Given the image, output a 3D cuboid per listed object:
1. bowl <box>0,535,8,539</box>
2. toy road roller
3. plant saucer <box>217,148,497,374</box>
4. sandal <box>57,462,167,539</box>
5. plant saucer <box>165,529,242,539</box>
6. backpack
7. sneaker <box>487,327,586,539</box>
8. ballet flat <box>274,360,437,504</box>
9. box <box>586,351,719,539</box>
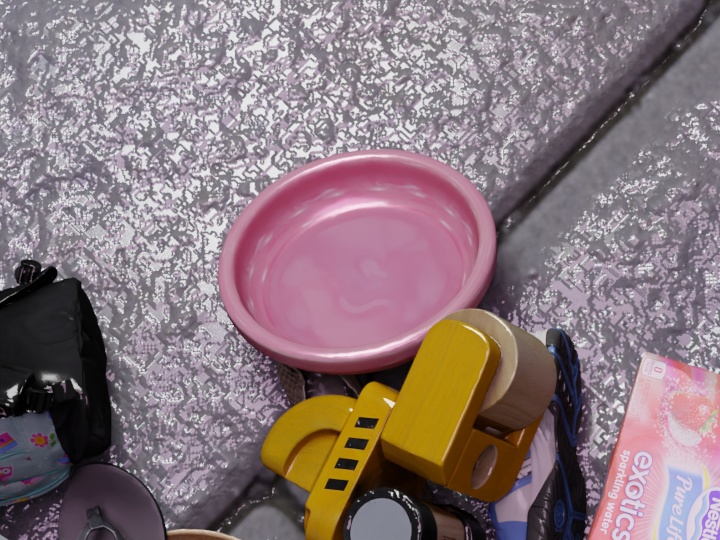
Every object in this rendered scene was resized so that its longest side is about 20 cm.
[{"bbox_3d":[-0.287,0.234,1.312,0.200,0.201,0.105,18,58,9],"label":"bowl"},{"bbox_3d":[0.026,0.110,1.295,0.146,0.123,0.200,26,89,28],"label":"toy road roller"},{"bbox_3d":[0.000,0.000,1.379,0.200,0.051,0.201,-7,48,7],"label":"plant saucer"},{"bbox_3d":[-0.171,0.228,1.328,0.076,0.043,0.201,-5,74,4],"label":"sandal"},{"bbox_3d":[-0.120,0.282,1.350,0.200,0.035,0.201,-1,75,5],"label":"plant saucer"},{"bbox_3d":[-0.278,0.097,1.357,0.200,0.127,0.167,-17,33,1],"label":"backpack"},{"bbox_3d":[0.112,0.142,1.359,0.077,0.076,0.200,-5,72,25],"label":"sneaker"},{"bbox_3d":[-0.006,0.121,1.379,0.067,0.046,0.200,-27,74,-2],"label":"ballet flat"},{"bbox_3d":[0.211,0.171,1.321,0.102,0.095,0.200,17,77,9],"label":"box"}]
